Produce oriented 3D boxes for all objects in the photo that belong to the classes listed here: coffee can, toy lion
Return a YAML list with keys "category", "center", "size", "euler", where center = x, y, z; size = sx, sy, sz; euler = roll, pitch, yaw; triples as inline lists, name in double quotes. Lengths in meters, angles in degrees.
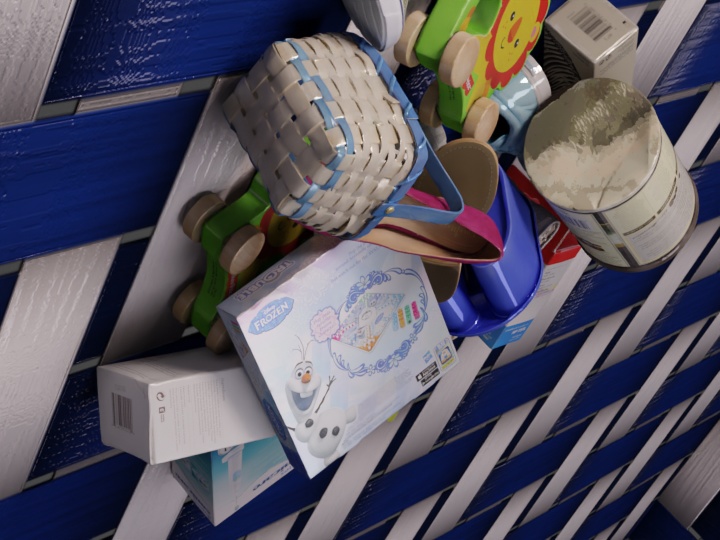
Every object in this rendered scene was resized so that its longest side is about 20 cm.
- category: "coffee can"
  center: [0.272, -0.098, 1.656]
  size: [0.146, 0.146, 0.200]
  euler: [-45, 151, 3]
- category: "toy lion"
  center: [-0.085, -0.039, 1.475]
  size: [0.191, 0.069, 0.201]
  euler: [-37, 157, -35]
- category: "toy lion"
  center: [0.119, -0.228, 1.436]
  size: [0.193, 0.068, 0.200]
  euler: [-59, 158, -11]

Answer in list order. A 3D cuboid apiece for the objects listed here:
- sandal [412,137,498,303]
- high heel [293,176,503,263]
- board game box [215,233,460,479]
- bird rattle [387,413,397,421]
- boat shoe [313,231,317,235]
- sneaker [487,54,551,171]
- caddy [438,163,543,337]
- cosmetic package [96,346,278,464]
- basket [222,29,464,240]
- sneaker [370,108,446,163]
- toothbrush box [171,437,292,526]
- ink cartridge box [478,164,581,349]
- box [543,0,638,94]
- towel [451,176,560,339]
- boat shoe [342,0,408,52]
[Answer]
- category: "sandal"
  center: [0.087, -0.066, 1.498]
  size: [0.070, 0.077, 0.213]
  euler: [-73, 177, -46]
- category: "high heel"
  center: [0.031, -0.045, 1.380]
  size: [0.198, 0.096, 0.068]
  euler: [3, 110, -20]
- category: "board game box"
  center: [-0.016, 0.061, 1.473]
  size: [0.199, 0.043, 0.200]
  euler: [-36, 124, -21]
- category: "bird rattle"
  center: [0.054, 0.065, 1.824]
  size: [0.200, 0.112, 0.163]
  euler: [-49, -173, 3]
- category: "boat shoe"
  center: [0.000, 0.000, 1.539]
  size: [0.070, 0.066, 0.201]
  euler: [-29, 147, -21]
- category: "sneaker"
  center: [0.163, -0.156, 1.675]
  size: [0.082, 0.074, 0.201]
  euler: [-32, 147, -6]
- category: "caddy"
  center: [0.117, -0.024, 1.639]
  size: [0.140, 0.201, 0.105]
  euler: [-19, 137, 17]
- category: "cosmetic package"
  center: [-0.143, 0.122, 1.501]
  size: [0.198, 0.112, 0.082]
  euler: [-7, 100, -34]
- category: "basket"
  center: [-0.010, -0.119, 1.329]
  size: [0.199, 0.177, 0.139]
  euler: [-2, 144, -44]
- category: "sneaker"
  center: [0.034, -0.122, 1.505]
  size: [0.073, 0.080, 0.200]
  euler: [-7, 178, 21]
- category: "toothbrush box"
  center: [-0.130, 0.171, 1.701]
  size: [0.146, 0.085, 0.201]
  euler: [-35, 154, -23]
- category: "ink cartridge box"
  center: [0.185, -0.020, 1.861]
  size: [0.067, 0.116, 0.201]
  euler: [-12, 142, -49]
- category: "box"
  center: [0.249, -0.213, 1.697]
  size: [0.068, 0.082, 0.200]
  euler: [-39, 154, -14]
- category: "towel"
  center: [0.112, -0.021, 1.724]
  size: [0.200, 0.133, 0.034]
  euler: [-47, 149, 3]
- category: "boat shoe"
  center: [0.019, -0.258, 1.261]
  size: [0.062, 0.072, 0.201]
  euler: [-35, 152, -15]
